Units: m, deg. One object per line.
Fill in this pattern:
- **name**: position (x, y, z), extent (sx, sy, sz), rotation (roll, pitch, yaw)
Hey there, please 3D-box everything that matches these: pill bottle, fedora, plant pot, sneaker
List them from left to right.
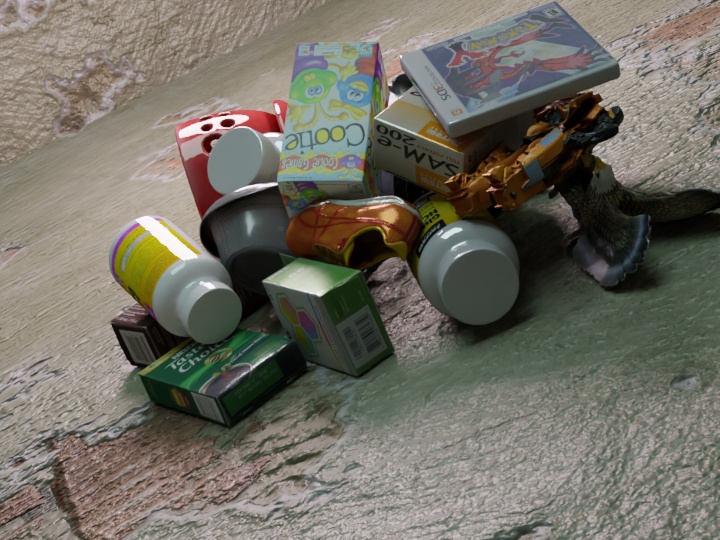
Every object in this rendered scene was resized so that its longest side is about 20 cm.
- **pill bottle**: position (-0.223, 0.014, 1.721), extent (0.104, 0.105, 0.200), rotation (-32, 38, -19)
- **plant pot**: position (-0.162, -0.144, 2.096), extent (0.181, 0.202, 0.201), rotation (-16, 20, -1)
- **fedora**: position (-0.100, -0.028, 1.752), extent (0.177, 0.199, 0.091), rotation (-38, 50, 37)
- **pill bottle**: position (-0.102, -0.110, 1.827), extent (0.119, 0.121, 0.200), rotation (-11, -21, 32)
- **sneaker**: position (-0.020, -0.036, 1.579), extent (0.199, 0.073, 0.077), rotation (-9, 46, 47)
- **pill bottle**: position (0.111, -0.014, 1.555), extent (0.112, 0.113, 0.200), rotation (-25, 20, 0)

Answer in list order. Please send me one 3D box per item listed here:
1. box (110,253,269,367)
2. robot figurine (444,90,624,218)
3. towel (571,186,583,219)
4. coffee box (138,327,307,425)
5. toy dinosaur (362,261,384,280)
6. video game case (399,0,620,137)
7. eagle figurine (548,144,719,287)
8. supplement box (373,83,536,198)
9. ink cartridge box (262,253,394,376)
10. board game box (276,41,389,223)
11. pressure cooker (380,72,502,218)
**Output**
- **box**: position (-0.215, 0.047, 1.846), extent (0.200, 0.075, 0.100), rotation (-35, 23, -32)
- **robot figurine**: position (0.189, -0.128, 1.503), extent (0.200, 0.058, 0.145), rotation (-40, 17, -28)
- **towel**: position (0.255, -0.177, 1.682), extent (0.022, 0.201, 0.147), rotation (-4, 23, 7)
- **coffee box**: position (-0.164, 0.117, 1.648), extent (0.123, 0.044, 0.200), rotation (-35, 22, -26)
- **toy dinosaur**: position (0.000, 0.000, 1.749), extent (0.088, 0.047, 0.200), rotation (-39, 16, 12)
- **video game case**: position (0.162, -0.228, 1.571), extent (0.199, 0.023, 0.183), rotation (-20, 36, -6)
- **eagle figurine**: position (0.281, -0.066, 1.518), extent (0.200, 0.151, 0.152), rotation (40, 107, 37)
- **supplement box**: position (0.122, -0.174, 1.614), extent (0.126, 0.074, 0.200), rotation (24, 48, 27)
- **ink cartridge box**: position (-0.051, 0.047, 1.605), extent (0.059, 0.104, 0.200), rotation (-32, 21, -23)
- **board game box**: position (-0.029, -0.160, 1.667), extent (0.104, 0.103, 0.201), rotation (0, 60, 10)
- **pressure cooker**: position (0.080, -0.145, 1.795), extent (0.176, 0.178, 0.200), rotation (-56, 33, 0)
